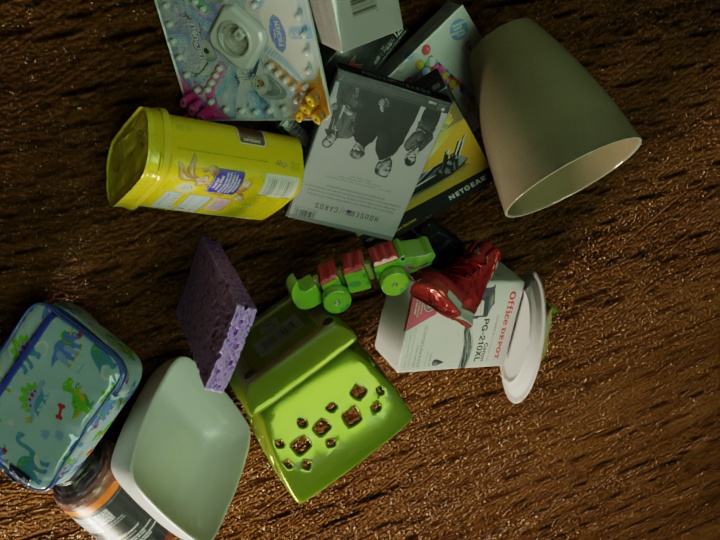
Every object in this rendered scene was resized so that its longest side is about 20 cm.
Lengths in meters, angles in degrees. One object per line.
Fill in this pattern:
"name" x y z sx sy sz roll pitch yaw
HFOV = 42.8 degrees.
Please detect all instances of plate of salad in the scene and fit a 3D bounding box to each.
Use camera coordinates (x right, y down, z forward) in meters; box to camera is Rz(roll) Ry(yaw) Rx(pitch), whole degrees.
"plate of salad" 0.255 0.101 1.399 0.047 0.201 0.204 7 112 -8

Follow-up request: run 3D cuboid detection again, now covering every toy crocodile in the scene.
"toy crocodile" 0.000 0.000 1.185 0.196 0.068 0.062 -18 134 3

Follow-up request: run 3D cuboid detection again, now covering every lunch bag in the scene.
"lunch bag" -0.376 0.149 1.109 0.160 0.082 0.201 38 93 8

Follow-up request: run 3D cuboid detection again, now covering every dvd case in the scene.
"dvd case" 0.007 -0.137 1.108 0.147 0.025 0.202 12 123 -19

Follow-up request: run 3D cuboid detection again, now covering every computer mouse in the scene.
"computer mouse" 0.077 -0.058 1.295 0.058 0.034 0.199 -41 129 22

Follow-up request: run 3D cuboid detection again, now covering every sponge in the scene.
"sponge" -0.183 0.049 1.132 0.029 0.200 0.113 14 109 -29

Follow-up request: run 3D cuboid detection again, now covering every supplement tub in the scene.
"supplement tub" -0.336 0.299 1.228 0.106 0.107 0.201 -37 126 -7

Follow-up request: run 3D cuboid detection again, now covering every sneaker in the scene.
"sneaker" 0.130 0.001 1.233 0.117 0.077 0.200 -65 163 -5

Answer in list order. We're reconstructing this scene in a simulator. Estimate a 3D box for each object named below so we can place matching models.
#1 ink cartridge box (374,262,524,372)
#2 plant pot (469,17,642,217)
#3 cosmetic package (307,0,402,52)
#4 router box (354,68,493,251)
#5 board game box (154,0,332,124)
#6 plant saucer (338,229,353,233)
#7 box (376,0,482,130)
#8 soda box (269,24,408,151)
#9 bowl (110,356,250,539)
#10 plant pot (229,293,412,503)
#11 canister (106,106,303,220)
"ink cartridge box" 0.135 0.066 1.384 0.196 0.084 0.148 -1 114 -28
"plant pot" 0.219 -0.201 1.137 0.184 0.188 0.203 -21 78 -18
"cosmetic package" -0.043 -0.325 1.023 0.084 0.200 0.109 -24 125 -17
"router box" 0.054 -0.135 1.169 0.198 0.053 0.158 -30 127 11
"board game box" -0.141 -0.257 1.023 0.026 0.196 0.203 -55 141 -48
"plant saucer" 0.009 -0.150 1.243 0.196 0.032 0.204 -12 118 -24
"box" 0.090 -0.225 1.207 0.200 0.041 0.156 -44 127 -4
"soda box" -0.034 -0.249 1.145 0.063 0.071 0.201 37 93 -37
"bowl" -0.245 0.239 1.226 0.201 0.073 0.202 56 39 -36
"plant pot" -0.075 0.151 1.248 0.198 0.199 0.183 -34 119 -9
"canister" -0.183 -0.120 1.085 0.197 0.148 0.089 5 71 -33
